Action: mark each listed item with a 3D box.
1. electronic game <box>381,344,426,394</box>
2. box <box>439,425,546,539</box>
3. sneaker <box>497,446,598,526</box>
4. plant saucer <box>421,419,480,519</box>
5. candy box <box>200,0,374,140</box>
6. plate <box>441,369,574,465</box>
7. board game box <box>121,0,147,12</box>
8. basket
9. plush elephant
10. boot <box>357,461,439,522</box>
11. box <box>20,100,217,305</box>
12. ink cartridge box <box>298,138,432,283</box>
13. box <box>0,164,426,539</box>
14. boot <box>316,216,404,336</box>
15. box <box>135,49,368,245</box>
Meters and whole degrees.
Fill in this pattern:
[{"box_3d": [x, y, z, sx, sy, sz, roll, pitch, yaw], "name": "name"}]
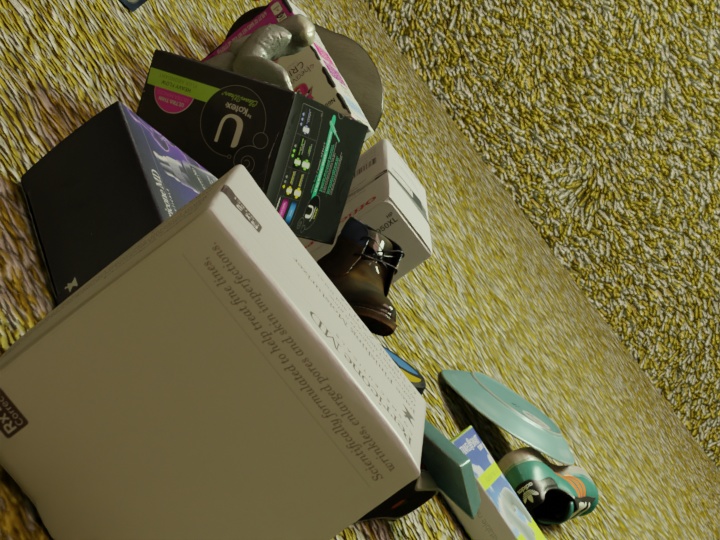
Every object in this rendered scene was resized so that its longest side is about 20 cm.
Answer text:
[{"box_3d": [-0.030, 0.062, 1.430, 0.199, 0.042, 0.200, 27, 6, -3], "name": "electronic game"}, {"box_3d": [0.133, 0.248, 1.677, 0.201, 0.047, 0.122, 56, 13, 5], "name": "box"}, {"box_3d": [0.237, 0.280, 1.927, 0.199, 0.071, 0.080, 28, 30, -48], "name": "sneaker"}, {"box_3d": [0.049, 0.153, 1.484, 0.200, 0.019, 0.070, 40, -26, 49], "name": "plant saucer"}, {"box_3d": [-0.089, -0.200, 1.834, 0.061, 0.136, 0.201, 28, 28, -58], "name": "candy box"}, {"box_3d": [0.188, 0.173, 1.959, 0.199, 0.026, 0.200, 33, 6, -4], "name": "plate"}, {"box_3d": [-0.302, -0.395, 1.800, 0.135, 0.034, 0.201, 44, 16, -38], "name": "board game box"}, {"box_3d": [-0.079, -0.255, 2.033, 0.181, 0.136, 0.200, 55, 16, 22], "name": "basket"}, {"box_3d": [-0.104, -0.160, 1.644, 0.199, 0.166, 0.155, -8, 44, -43], "name": "plush elephant"}, {"box_3d": [-0.005, 0.145, 1.405, 0.145, 0.072, 0.200, 57, 5, 16], "name": "boot"}, {"box_3d": [-0.146, -0.007, 1.208, 0.200, 0.104, 0.149, 39, 20, -50], "name": "box"}, {"box_3d": [-0.004, -0.042, 1.710, 0.084, 0.144, 0.200, 50, 14, -17], "name": "ink cartridge box"}, {"box_3d": [-0.094, 0.081, 0.951, 0.199, 0.199, 0.131, 52, 12, -10], "name": "box"}, {"box_3d": [0.000, 0.000, 1.481, 0.074, 0.098, 0.200, 28, -3, -21], "name": "boot"}, {"box_3d": [-0.103, -0.108, 1.445, 0.147, 0.125, 0.200, 18, 3, 19], "name": "box"}]
